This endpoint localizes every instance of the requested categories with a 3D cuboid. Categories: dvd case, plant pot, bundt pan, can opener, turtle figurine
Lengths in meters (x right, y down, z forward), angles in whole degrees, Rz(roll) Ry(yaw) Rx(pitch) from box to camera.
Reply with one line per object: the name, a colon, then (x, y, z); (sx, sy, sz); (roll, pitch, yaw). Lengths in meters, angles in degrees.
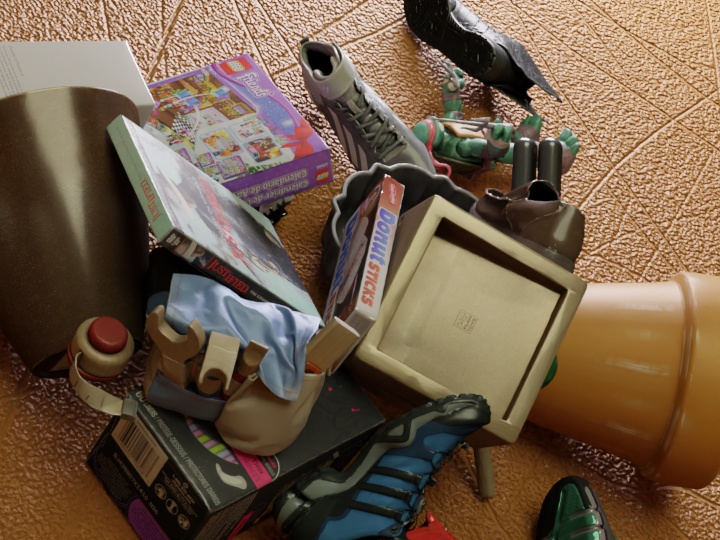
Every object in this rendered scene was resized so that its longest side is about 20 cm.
dvd case: (-0.116, -0.032, 1.404); (0.200, 0.022, 0.146); (35, 19, -45)
plant pot: (0.244, 0.091, 1.616); (0.183, 0.200, 0.200); (10, 48, -4)
plant pot: (-0.248, -0.020, 1.421); (0.187, 0.187, 0.200); (-7, 72, -35)
bundt pan: (0.048, -0.002, 1.638); (0.202, 0.076, 0.202); (17, 49, -20)
can opener: (0.173, -0.031, 1.704); (0.066, 0.053, 0.200); (-3, 93, -70)
turtle figurine: (0.121, -0.144, 1.781); (0.200, 0.101, 0.150); (8, 34, -37)

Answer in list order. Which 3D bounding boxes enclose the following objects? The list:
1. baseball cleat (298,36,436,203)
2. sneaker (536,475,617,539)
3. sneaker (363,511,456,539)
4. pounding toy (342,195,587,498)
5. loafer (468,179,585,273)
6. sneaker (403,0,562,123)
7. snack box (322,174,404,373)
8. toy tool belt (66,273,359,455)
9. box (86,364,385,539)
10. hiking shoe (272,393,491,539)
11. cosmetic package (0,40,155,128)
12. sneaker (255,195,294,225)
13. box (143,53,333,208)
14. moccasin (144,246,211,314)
baseball cleat: (-0.002, -0.150, 1.712); (0.070, 0.106, 0.200); (-42, 69, -1)
sneaker: (0.215, 0.281, 1.526); (0.087, 0.074, 0.200); (15, 57, -39)
sneaker: (0.074, 0.245, 1.457); (0.200, 0.077, 0.085); (14, 44, -22)
pounding toy: (0.089, 0.072, 1.502); (0.200, 0.142, 0.184); (30, 76, -10)
loafer: (0.162, -0.046, 1.581); (0.073, 0.071, 0.200); (28, 5, -21)
sneaker: (0.133, -0.243, 1.900); (0.104, 0.060, 0.200); (16, 28, -48)
snack box: (0.000, 0.000, 1.480); (0.024, 0.072, 0.200); (29, 35, -12)
toy tool belt: (-0.112, 0.052, 1.315); (0.200, 0.123, 0.125); (17, 44, -15)
box: (-0.101, 0.137, 1.413); (0.200, 0.106, 0.122); (-25, 70, -42)
hiking shoe: (0.030, 0.175, 1.391); (0.087, 0.200, 0.074); (58, 9, 15)
cosmetic package: (-0.296, -0.138, 1.520); (0.200, 0.108, 0.085); (-6, 57, -37)
sneaker: (-0.102, -0.064, 1.602); (0.080, 0.074, 0.200); (29, 45, -11)
box: (-0.127, -0.122, 1.572); (0.137, 0.039, 0.200); (-19, 39, -16)
moccasin: (-0.112, 0.023, 1.463); (0.200, 0.080, 0.068); (34, 41, -65)
